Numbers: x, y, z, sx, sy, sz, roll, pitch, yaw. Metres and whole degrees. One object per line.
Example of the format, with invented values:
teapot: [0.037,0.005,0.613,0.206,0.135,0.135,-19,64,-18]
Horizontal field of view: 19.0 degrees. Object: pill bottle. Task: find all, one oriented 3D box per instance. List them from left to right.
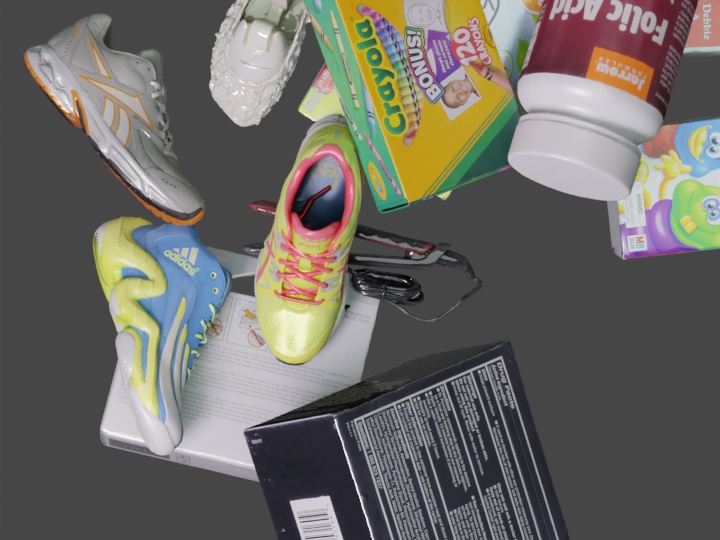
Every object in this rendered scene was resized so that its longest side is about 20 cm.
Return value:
pill bottle: [0.183,-0.162,1.603,0.114,0.114,0.201,17,80,0]

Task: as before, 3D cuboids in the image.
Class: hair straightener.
hair straightener: [0.000,0.000,1.746,0.199,0.041,0.077,12,95,-4]

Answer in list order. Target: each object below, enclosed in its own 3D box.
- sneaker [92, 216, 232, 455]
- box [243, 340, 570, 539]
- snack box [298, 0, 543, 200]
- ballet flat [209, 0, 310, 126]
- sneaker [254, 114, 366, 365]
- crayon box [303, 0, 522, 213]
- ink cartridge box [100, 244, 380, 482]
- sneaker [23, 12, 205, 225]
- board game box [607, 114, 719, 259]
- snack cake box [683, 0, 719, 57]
sneaker: [-0.144,0.042,1.695,0.105,0.076,0.201,-13,71,-8]
box: [0.042,0.182,1.664,0.198,0.123,0.201,-19,94,-40]
snack box: [0.060,-0.178,1.721,0.142,0.053,0.201,30,94,-2]
ballet flat: [-0.070,-0.213,1.717,0.071,0.072,0.201,23,94,0]
sneaker: [-0.042,-0.020,1.677,0.078,0.090,0.201,10,101,2]
crayon box: [0.041,-0.158,1.646,0.118,0.058,0.201,-21,93,-23]
ink cartridge box: [-0.095,0.078,1.748,0.199,0.044,0.174,13,69,1]
sneaker: [-0.178,-0.127,1.709,0.092,0.076,0.200,-40,78,-5]
board game box: [0.296,-0.072,1.696,0.199,0.105,0.104,-7,94,3]
snack cake box: [0.269,-0.271,1.704,0.114,0.067,0.201,-2,94,0]
